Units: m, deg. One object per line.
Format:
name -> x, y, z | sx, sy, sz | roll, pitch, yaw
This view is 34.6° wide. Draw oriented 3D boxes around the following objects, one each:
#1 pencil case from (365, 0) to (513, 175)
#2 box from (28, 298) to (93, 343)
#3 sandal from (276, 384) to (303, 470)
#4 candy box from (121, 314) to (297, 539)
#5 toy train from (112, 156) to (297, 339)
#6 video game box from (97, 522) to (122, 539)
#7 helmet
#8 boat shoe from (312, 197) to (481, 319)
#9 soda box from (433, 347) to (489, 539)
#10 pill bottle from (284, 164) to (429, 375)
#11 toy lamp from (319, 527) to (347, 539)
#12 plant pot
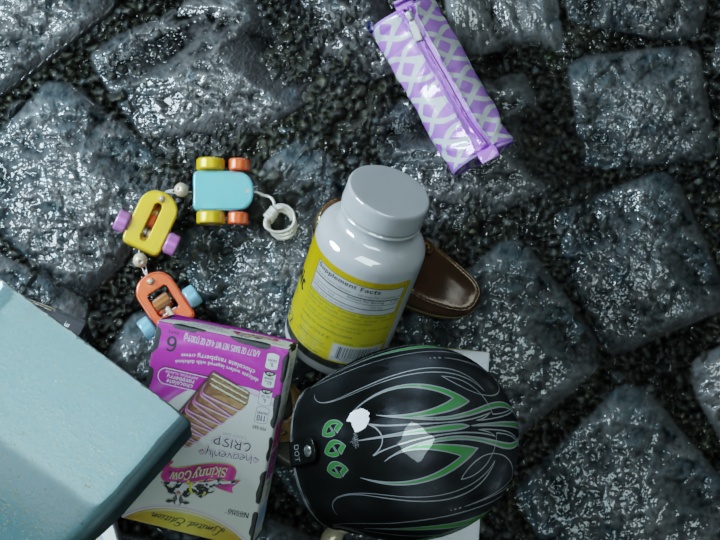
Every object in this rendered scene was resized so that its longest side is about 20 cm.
pencil case -> 0.090, -0.202, 1.252 | 0.084, 0.085, 0.201 | -30, 88, -10
box -> -0.392, 0.108, 1.122 | 0.197, 0.050, 0.201 | 19, 68, 6
sandal -> -0.086, 0.137, 1.190 | 0.200, 0.055, 0.082 | 44, 78, 0
candy box -> -0.148, 0.156, 1.140 | 0.135, 0.061, 0.202 | 11, 96, 5
toy train -> -0.171, -0.026, 1.206 | 0.200, 0.056, 0.151 | -39, 94, -11
video game box -> -0.338, 0.242, 1.142 | 0.181, 0.047, 0.201 | -16, 83, -13
helmet -> 0.050, 0.161, 1.088 | 0.189, 0.200, 0.202 | -13, 83, 23
boat shoe -> 0.041, -0.011, 1.224 | 0.199, 0.068, 0.072 | 31, 79, -3
soda box -> 0.090, 0.183, 1.206 | 0.068, 0.064, 0.202 | 6, 80, -8
pill bottle -> 0.000, 0.000, 1.142 | 0.110, 0.201, 0.112 | 13, 38, -11
toy lamp -> -0.025, 0.269, 1.180 | 0.058, 0.058, 0.200 | 38, 79, -1
plant pot -> -0.282, 0.158, 0.993 | 0.195, 0.196, 0.200 | 37, 76, 0
